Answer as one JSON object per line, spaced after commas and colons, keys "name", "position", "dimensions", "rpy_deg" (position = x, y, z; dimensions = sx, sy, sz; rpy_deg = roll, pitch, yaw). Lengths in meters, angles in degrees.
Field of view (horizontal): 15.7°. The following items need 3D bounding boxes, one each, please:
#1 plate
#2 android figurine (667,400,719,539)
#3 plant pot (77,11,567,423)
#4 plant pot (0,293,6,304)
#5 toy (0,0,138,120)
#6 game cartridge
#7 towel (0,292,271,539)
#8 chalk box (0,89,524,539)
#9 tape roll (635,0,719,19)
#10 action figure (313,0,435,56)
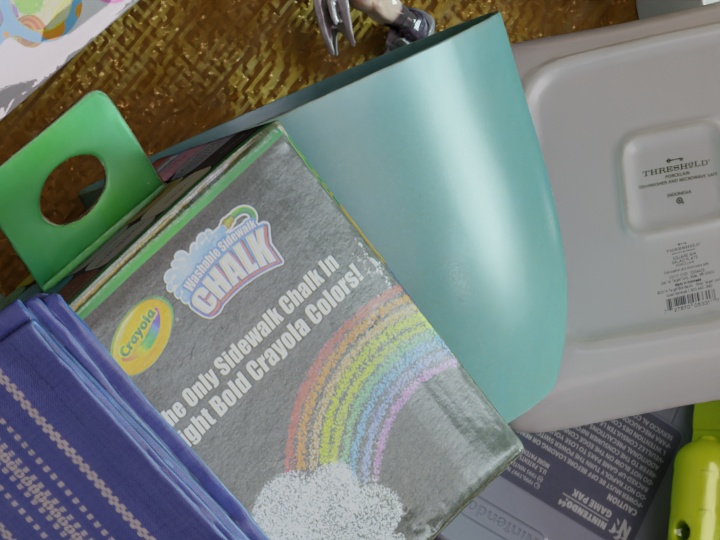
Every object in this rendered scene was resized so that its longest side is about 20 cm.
{"name": "plate", "position": [0.150, -0.037, 1.204], "dimensions": [0.198, 0.032, 0.202], "rpy_deg": [-11, 67, 18]}
{"name": "android figurine", "position": [0.211, 0.122, 1.286], "dimensions": [0.181, 0.041, 0.202], "rpy_deg": [15, 80, -44]}
{"name": "plant pot", "position": [0.000, 0.000, 1.134], "dimensions": [0.200, 0.200, 0.162], "rpy_deg": [-26, 97, -21]}
{"name": "plant pot", "position": [-0.226, 0.094, 1.058], "dimensions": [0.199, 0.188, 0.202], "rpy_deg": [1, 86, -22]}
{"name": "toy", "position": [-0.173, -0.137, 1.166], "dimensions": [0.200, 0.047, 0.115], "rpy_deg": [-44, 106, -17]}
{"name": "game cartridge", "position": [0.080, 0.083, 1.263], "dimensions": [0.199, 0.041, 0.134], "rpy_deg": [32, 81, -18]}
{"name": "towel", "position": [-0.133, 0.106, 0.915], "dimensions": [0.145, 0.199, 0.024], "rpy_deg": [49, 28, -13]}
{"name": "chalk box", "position": [-0.062, 0.030, 0.964], "dimensions": [0.124, 0.124, 0.200], "rpy_deg": [-42, 102, -22]}
{"name": "tape roll", "position": [0.242, -0.149, 1.320], "dimensions": [0.201, 0.071, 0.204], "rpy_deg": [1, 86, -22]}
{"name": "action figure", "position": [0.042, -0.160, 1.244], "dimensions": [0.198, 0.069, 0.131], "rpy_deg": [-4, 96, -15]}
